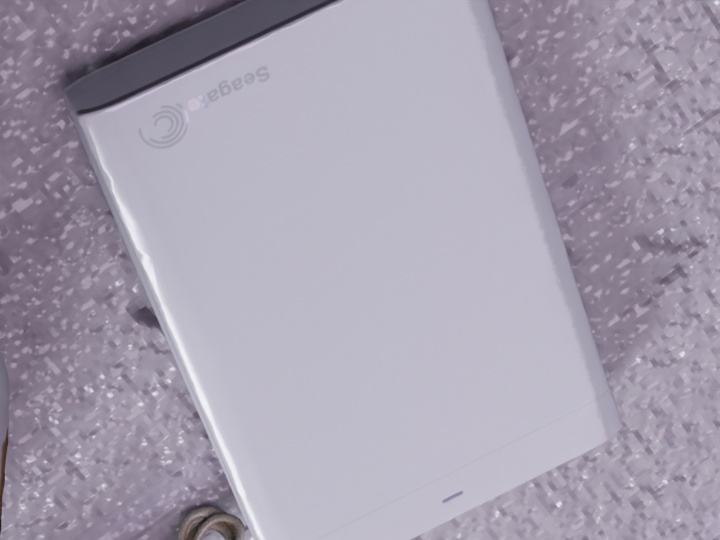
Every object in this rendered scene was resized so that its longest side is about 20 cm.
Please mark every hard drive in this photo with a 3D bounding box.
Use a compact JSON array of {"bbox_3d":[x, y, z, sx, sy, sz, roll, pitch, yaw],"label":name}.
[{"bbox_3d":[0.000,0.000,0.881,0.131,0.026,0.201,-26,125,-8],"label":"hard drive"}]

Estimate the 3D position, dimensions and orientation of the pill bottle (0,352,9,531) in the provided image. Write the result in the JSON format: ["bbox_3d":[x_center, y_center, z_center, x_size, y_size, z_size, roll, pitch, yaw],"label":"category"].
[{"bbox_3d":[-0.162,0.058,0.810,0.114,0.114,0.201,-2,120,-18],"label":"pill bottle"}]

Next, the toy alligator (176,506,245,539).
[{"bbox_3d":[-0.110,0.160,0.929,0.200,0.059,0.054,-43,161,-11],"label":"toy alligator"}]
